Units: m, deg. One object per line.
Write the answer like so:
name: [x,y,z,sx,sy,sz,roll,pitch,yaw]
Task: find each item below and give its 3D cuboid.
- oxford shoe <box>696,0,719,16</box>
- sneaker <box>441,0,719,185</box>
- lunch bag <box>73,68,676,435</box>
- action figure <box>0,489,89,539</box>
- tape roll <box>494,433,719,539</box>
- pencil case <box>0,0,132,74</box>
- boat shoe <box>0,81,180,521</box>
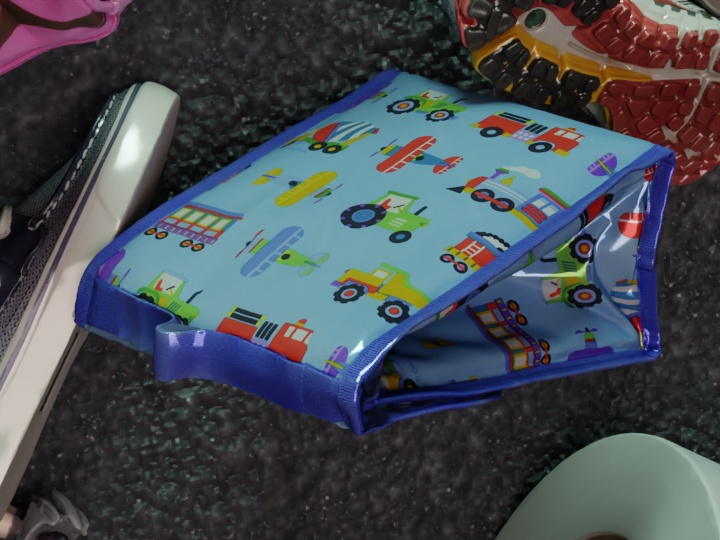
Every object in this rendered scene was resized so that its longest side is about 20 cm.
oxford shoe: [0.170,-0.196,0.865,0.075,0.058,0.201,-17,125,-24]
sneaker: [0.108,-0.103,0.872,0.199,0.082,0.078,27,113,-41]
lunch bag: [0.000,0.000,0.776,0.199,0.150,0.095,-21,120,-42]
action figure: [-0.152,0.157,0.853,0.130,0.069,0.200,-37,109,5]
tape roll: [0.145,0.189,0.897,0.139,0.203,0.204,25,95,-25]
pencil case: [-0.177,-0.088,0.731,0.199,0.091,0.094,-25,96,12]
boat shoe: [-0.150,0.001,0.811,0.092,0.075,0.201,24,77,1]
